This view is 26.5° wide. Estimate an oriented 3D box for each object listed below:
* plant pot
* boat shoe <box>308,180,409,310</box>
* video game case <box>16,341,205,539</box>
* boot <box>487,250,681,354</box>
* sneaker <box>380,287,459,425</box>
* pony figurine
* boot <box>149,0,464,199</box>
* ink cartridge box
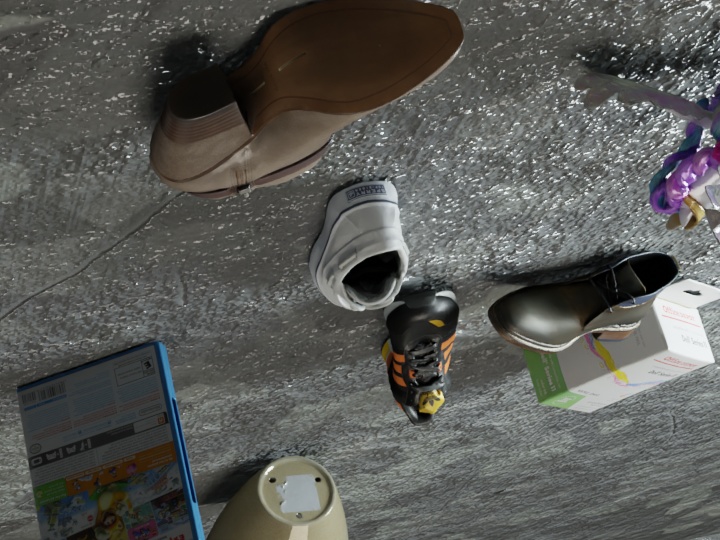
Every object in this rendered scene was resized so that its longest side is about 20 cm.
[{"bbox_3d":[-0.089,0.313,1.830,0.187,0.187,0.200,-7,144,-19],"label":"plant pot"},{"bbox_3d":[0.000,0.000,1.204,0.074,0.065,0.200,-13,159,-4],"label":"boat shoe"},{"bbox_3d":[-0.216,0.176,1.320,0.143,0.200,0.018,-19,159,12],"label":"video game case"},{"bbox_3d":[0.208,0.020,1.411,0.200,0.075,0.097,-5,146,-44],"label":"boot"},{"bbox_3d":[0.062,0.084,1.428,0.070,0.090,0.200,-12,160,-7],"label":"sneaker"},{"bbox_3d":[0.262,-0.097,1.049,0.200,0.167,0.193,-41,158,21],"label":"pony figurine"},{"bbox_3d":[-0.035,-0.099,0.942,0.200,0.070,0.146,-13,166,0],"label":"boot"},{"bbox_3d":[0.288,0.082,1.605,0.200,0.067,0.117,-27,156,31],"label":"ink cartridge box"}]
